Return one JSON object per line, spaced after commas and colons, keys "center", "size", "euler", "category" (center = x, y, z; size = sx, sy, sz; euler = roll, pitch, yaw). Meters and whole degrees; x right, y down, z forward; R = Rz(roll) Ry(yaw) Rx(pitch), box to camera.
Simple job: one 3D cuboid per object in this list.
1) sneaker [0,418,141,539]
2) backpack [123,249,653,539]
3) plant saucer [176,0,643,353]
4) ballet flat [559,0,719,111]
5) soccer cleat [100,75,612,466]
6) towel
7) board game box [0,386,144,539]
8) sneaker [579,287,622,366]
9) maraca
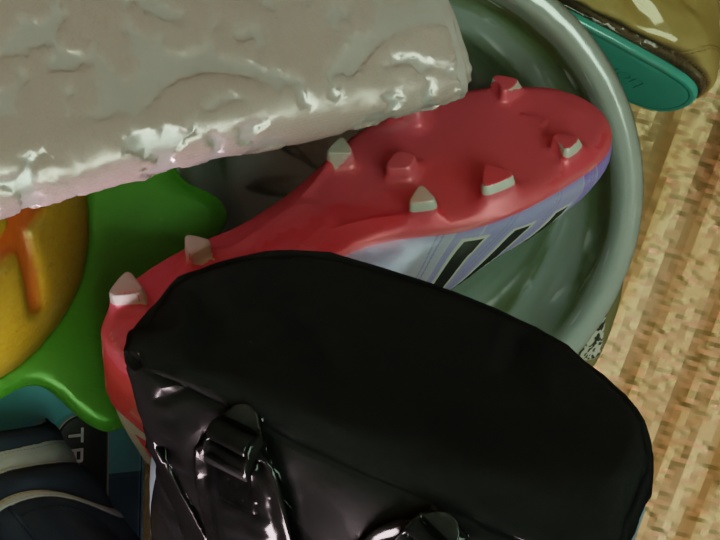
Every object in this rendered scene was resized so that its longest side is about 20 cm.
{"center": [-0.095, 0.126, 1.047], "size": [0.070, 0.109, 0.200], "euler": [-39, 150, -9], "category": "sneaker"}
{"center": [0.010, 0.090, 0.921], "size": [0.154, 0.162, 0.201], "euler": [-51, 157, -46], "category": "backpack"}
{"center": [0.002, -0.033, 1.072], "size": [0.199, 0.050, 0.201], "euler": [-2, 116, -4], "category": "plant saucer"}
{"center": [0.053, -0.121, 1.084], "size": [0.199, 0.068, 0.063], "euler": [24, 70, -32], "category": "ballet flat"}
{"center": [0.000, 0.000, 1.007], "size": [0.199, 0.067, 0.077], "euler": [-29, 140, -21], "category": "soccer cleat"}
{"center": [-0.083, -0.120, 0.971], "size": [0.199, 0.032, 0.192], "euler": [-15, 75, -20], "category": "towel"}
{"center": [-0.179, 0.105, 1.060], "size": [0.199, 0.047, 0.152], "euler": [-5, 111, -23], "category": "board game box"}
{"center": [0.049, 0.074, 1.127], "size": [0.077, 0.089, 0.201], "euler": [30, 95, -30], "category": "sneaker"}
{"center": [-0.143, -0.014, 0.992], "size": [0.199, 0.107, 0.138], "euler": [11, 85, -19], "category": "maraca"}
